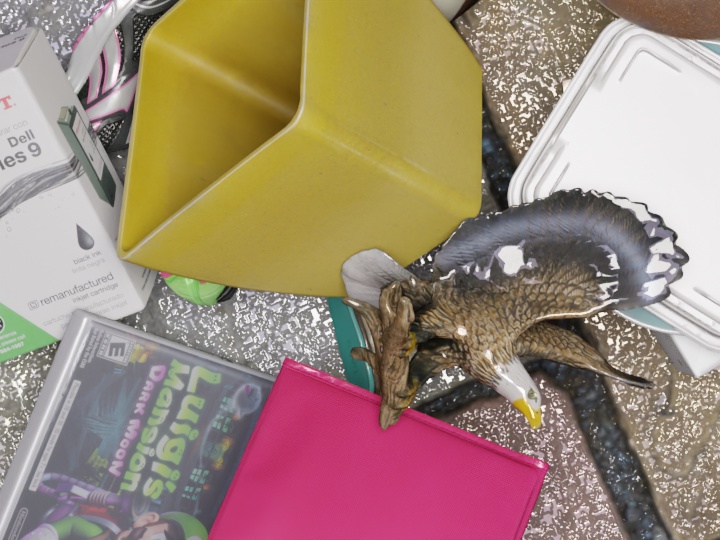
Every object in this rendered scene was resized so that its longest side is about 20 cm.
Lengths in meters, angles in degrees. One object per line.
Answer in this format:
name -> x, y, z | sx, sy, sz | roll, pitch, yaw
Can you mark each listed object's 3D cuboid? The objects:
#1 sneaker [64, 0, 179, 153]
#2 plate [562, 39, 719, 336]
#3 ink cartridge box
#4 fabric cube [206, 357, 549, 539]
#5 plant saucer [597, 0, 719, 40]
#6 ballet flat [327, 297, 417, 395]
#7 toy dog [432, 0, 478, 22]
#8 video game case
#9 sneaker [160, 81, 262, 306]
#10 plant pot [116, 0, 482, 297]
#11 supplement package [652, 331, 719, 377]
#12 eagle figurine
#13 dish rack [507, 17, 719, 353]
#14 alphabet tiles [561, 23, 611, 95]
sneaker -> -0.176, -0.132, 1.590 | 0.086, 0.080, 0.200 | 40, 104, -3
plate -> 0.224, -0.056, 1.475 | 0.199, 0.026, 0.201 | 0, 89, 1
ink cartridge box -> -0.251, -0.049, 1.537 | 0.145, 0.084, 0.200 | -20, 113, 14
fabric cube -> -0.005, 0.207, 1.490 | 0.196, 0.200, 0.200 | 22, 72, 3
plant saucer -> 0.224, -0.252, 1.444 | 0.199, 0.034, 0.201 | 1, 75, -2
ballet flat -> 0.000, 0.000, 1.592 | 0.062, 0.067, 0.201 | -17, 94, -25
toy dog -> 0.085, -0.242, 1.536 | 0.199, 0.140, 0.195 | -12, 72, -8
video game case -> -0.163, 0.145, 1.557 | 0.181, 0.023, 0.201 | 21, 92, -37
sneaker -> -0.107, -0.069, 1.585 | 0.076, 0.084, 0.201 | 6, 74, 15
plant pot -> -0.027, -0.095, 1.453 | 0.176, 0.200, 0.201 | 26, 48, -30
supplement package -> 0.244, -0.049, 1.548 | 0.155, 0.111, 0.200 | -32, 88, 2
eagle figurine -> 0.097, 0.036, 1.418 | 0.199, 0.152, 0.151 | -21, 96, -22
dish rack -> 0.215, -0.059, 1.442 | 0.200, 0.044, 0.172 | 32, 92, 3
alphabet tiles -> 0.241, -0.092, 1.490 | 0.199, 0.008, 0.168 | -6, 90, 2
